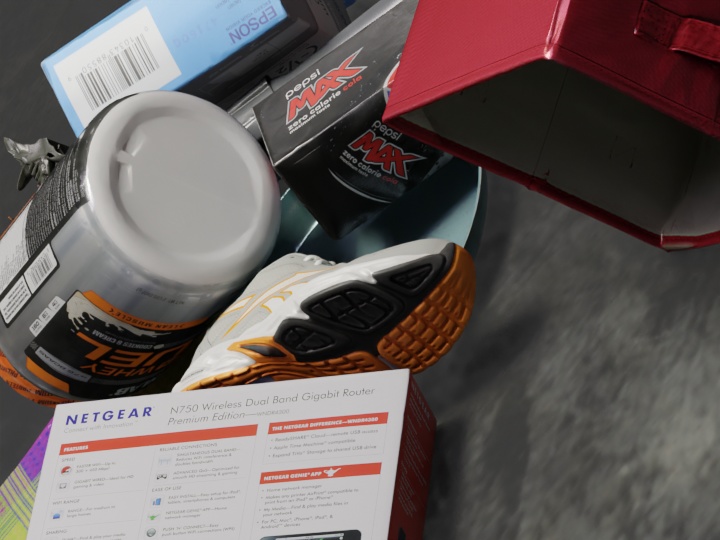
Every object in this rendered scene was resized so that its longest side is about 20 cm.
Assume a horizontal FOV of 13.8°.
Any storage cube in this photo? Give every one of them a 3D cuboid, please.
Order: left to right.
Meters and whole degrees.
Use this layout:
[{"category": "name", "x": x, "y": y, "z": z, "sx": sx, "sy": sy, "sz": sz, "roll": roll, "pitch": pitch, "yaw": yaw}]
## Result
[{"category": "storage cube", "x": 0.140, "y": -0.129, "z": 1.345, "sx": 0.200, "sy": 0.170, "sz": 0.181, "roll": -17, "pitch": 53, "yaw": 65}]

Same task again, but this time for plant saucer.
[{"category": "plant saucer", "x": 0.000, "y": 0.000, "z": 1.612, "sx": 0.200, "sy": 0.027, "sz": 0.201, "roll": -35, "pitch": 35, "yaw": 29}]

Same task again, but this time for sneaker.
[{"category": "sneaker", "x": -0.019, "y": 0.017, "z": 1.529, "sx": 0.199, "sy": 0.076, "sz": 0.092, "roll": -27, "pitch": 35, "yaw": 35}]

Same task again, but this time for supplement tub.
[{"category": "supplement tub", "x": -0.134, "y": -0.004, "z": 1.649, "sx": 0.200, "sy": 0.122, "sz": 0.123, "roll": -44, "pitch": 26, "yaw": 54}]

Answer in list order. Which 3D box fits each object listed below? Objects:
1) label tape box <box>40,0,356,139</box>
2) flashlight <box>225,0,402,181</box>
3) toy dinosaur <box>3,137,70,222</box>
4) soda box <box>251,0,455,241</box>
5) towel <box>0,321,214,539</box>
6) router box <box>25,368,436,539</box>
[{"category": "label tape box", "x": -0.078, "y": -0.117, "z": 1.731, "sx": 0.143, "sy": 0.200, "sz": 0.066, "roll": -32, "pitch": 73, "yaw": 13}, {"category": "flashlight", "x": 0.014, "y": -0.127, "z": 1.655, "sx": 0.200, "sy": 0.068, "sz": 0.068, "roll": -38, "pitch": 35, "yaw": 13}, {"category": "toy dinosaur", "x": -0.173, "y": -0.005, "z": 1.851, "sx": 0.199, "sy": 0.102, "sz": 0.137, "roll": 2, "pitch": 76, "yaw": 37}, {"category": "soda box", "x": 0.043, "y": -0.107, "z": 1.577, "sx": 0.199, "sy": 0.063, "sz": 0.071, "roll": -36, "pitch": 33, "yaw": 8}, {"category": "towel", "x": -0.141, "y": 0.100, "z": 1.721, "sx": 0.200, "sy": 0.023, "sz": 0.144, "roll": -52, "pitch": 30, "yaw": -1}, {"category": "router box", "x": -0.069, "y": 0.143, "z": 1.469, "sx": 0.199, "sy": 0.049, "sz": 0.180, "roll": -6, "pitch": 50, "yaw": 19}]
